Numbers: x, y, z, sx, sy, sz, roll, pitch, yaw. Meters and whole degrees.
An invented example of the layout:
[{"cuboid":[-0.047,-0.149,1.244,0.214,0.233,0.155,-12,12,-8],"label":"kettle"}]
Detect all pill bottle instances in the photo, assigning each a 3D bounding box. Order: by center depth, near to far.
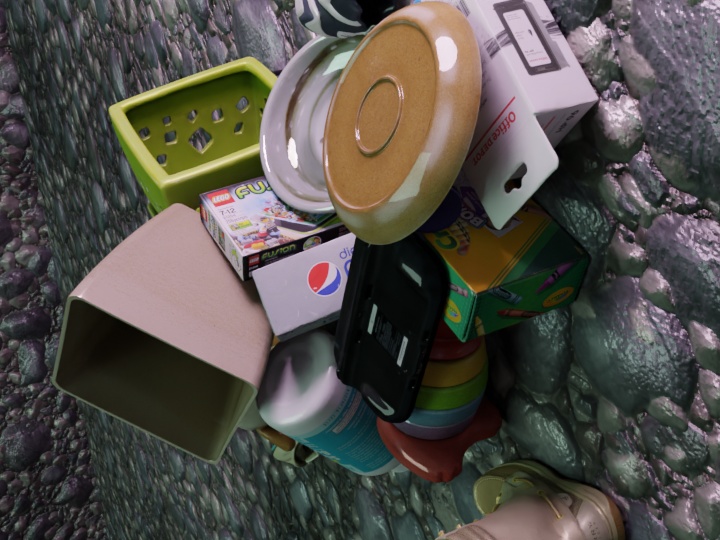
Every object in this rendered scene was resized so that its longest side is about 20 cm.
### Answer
[{"cuboid":[-0.010,0.148,1.091,0.200,0.111,0.111,37,-179,-41],"label":"pill bottle"}]

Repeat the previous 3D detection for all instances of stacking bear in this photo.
[{"cuboid":[0.073,0.076,0.967,0.113,0.121,0.201,26,132,28],"label":"stacking bear"}]

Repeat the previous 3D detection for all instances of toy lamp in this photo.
[{"cuboid":[0.049,-0.117,0.897,0.201,0.058,0.058,-98,14,-44],"label":"toy lamp"}]

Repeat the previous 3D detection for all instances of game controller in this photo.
[{"cuboid":[0.023,0.045,0.902,0.104,0.042,0.201,39,138,27],"label":"game controller"}]

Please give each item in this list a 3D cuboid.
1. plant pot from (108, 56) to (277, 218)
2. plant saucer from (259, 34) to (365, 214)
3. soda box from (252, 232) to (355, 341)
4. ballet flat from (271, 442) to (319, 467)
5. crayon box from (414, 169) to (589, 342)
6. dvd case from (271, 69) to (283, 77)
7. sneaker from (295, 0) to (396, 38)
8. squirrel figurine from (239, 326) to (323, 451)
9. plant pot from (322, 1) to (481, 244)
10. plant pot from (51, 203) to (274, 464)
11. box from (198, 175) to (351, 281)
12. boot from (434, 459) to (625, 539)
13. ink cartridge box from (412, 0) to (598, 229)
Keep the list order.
[{"cuboid":[-0.164,-0.111,1.235,0.199,0.199,0.182,50,155,44],"label":"plant pot"},{"cuboid":[-0.014,-0.149,1.050,0.199,0.050,0.202,-12,69,35],"label":"plant saucer"},{"cuboid":[0.000,0.000,0.999,0.063,0.199,0.069,87,161,-81],"label":"soda box"},{"cuboid":[-0.074,0.229,1.461,0.070,0.069,0.200,62,154,21],"label":"ballet flat"},{"cuboid":[0.087,-0.037,0.900,0.200,0.118,0.059,51,147,37],"label":"crayon box"},{"cuboid":[-0.056,-0.144,1.238,0.142,0.017,0.202,13,117,62],"label":"dvd case"},{"cuboid":[-0.001,-0.313,0.970,0.129,0.079,0.201,27,118,42],"label":"sneaker"},{"cuboid":[-0.118,0.102,1.344,0.187,0.141,0.200,-60,22,18],"label":"squirrel figurine"},{"cuboid":[0.022,-0.122,0.830,0.200,0.027,0.202,-27,56,51],"label":"plant pot"},{"cuboid":[-0.187,0.053,1.093,0.199,0.178,0.200,26,142,-4],"label":"plant pot"},{"cuboid":[-0.055,-0.062,1.075,0.110,0.199,0.035,50,148,38],"label":"box"},{"cuboid":[0.123,0.240,0.951,0.200,0.155,0.073,5,110,63],"label":"boot"},{"cuboid":[0.115,-0.149,0.836,0.201,0.067,0.116,66,153,16],"label":"ink cartridge box"}]
